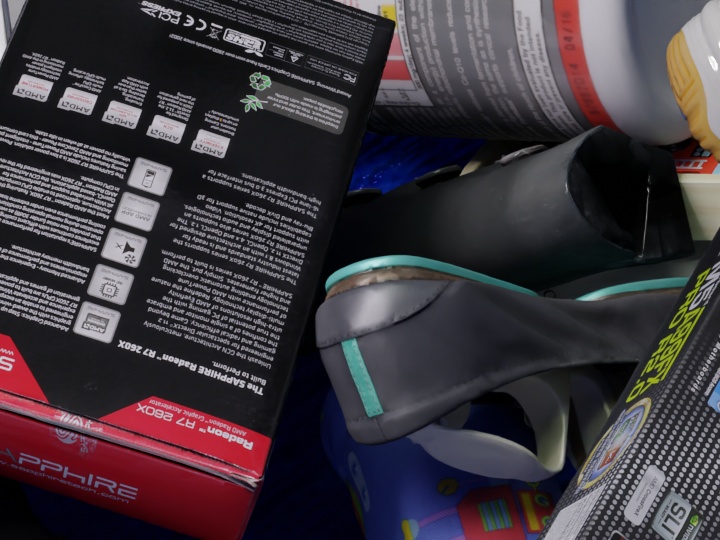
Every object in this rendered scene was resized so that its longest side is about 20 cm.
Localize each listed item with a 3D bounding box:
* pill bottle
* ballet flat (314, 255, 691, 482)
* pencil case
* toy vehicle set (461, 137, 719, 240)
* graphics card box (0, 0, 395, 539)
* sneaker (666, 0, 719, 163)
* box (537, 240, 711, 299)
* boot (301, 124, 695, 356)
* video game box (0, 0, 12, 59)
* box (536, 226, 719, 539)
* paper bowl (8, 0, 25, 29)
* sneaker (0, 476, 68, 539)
[{"bbox_3d":[0.040,-0.109,1.000,0.199,0.116,0.116,4,48,36],"label":"pill bottle"},{"bbox_3d":[0.064,0.037,0.863,0.199,0.073,0.073,5,24,-46],"label":"ballet flat"},{"bbox_3d":[0.041,0.112,0.879,0.077,0.087,0.201,-1,43,-18],"label":"pencil case"},{"bbox_3d":[0.151,-0.057,0.993,0.199,0.027,0.124,1,36,34],"label":"toy vehicle set"},{"bbox_3d":[-0.070,-0.017,0.841,0.125,0.051,0.201,17,53,-2],"label":"graphics card box"},{"bbox_3d":[0.195,-0.054,0.833,0.088,0.199,0.076,-47,46,33],"label":"sneaker"},{"bbox_3d":[0.168,0.013,0.962,0.199,0.036,0.145,-26,45,-6],"label":"box"},{"bbox_3d":[0.000,0.000,0.927,0.199,0.066,0.165,-10,5,32],"label":"boot"},{"bbox_3d":[-0.208,-0.013,0.886,0.198,0.047,0.183,-8,61,-5],"label":"video game box"},{"bbox_3d":[0.154,0.081,0.829,0.160,0.044,0.200,39,58,-6],"label":"box"},{"bbox_3d":[-0.143,-0.079,1.037,0.199,0.105,0.201,20,32,-13],"label":"paper bowl"},{"bbox_3d":[-0.069,0.138,0.902,0.111,0.073,0.201,-21,53,-8],"label":"sneaker"}]
